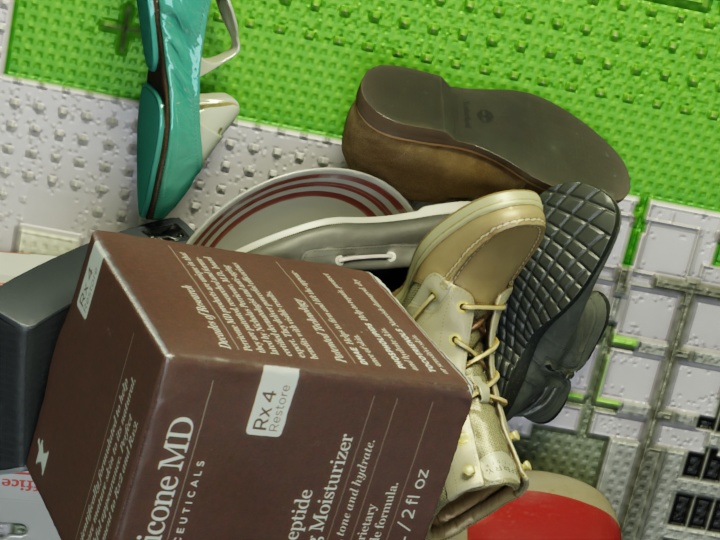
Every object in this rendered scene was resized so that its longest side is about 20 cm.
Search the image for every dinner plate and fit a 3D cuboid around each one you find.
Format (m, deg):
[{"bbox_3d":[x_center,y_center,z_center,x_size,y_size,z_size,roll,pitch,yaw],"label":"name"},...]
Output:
[{"bbox_3d":[-0.047,0.014,1.330,0.198,0.024,0.202,-14,128,-18],"label":"dinner plate"}]

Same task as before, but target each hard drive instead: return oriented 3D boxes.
[{"bbox_3d":[-0.170,0.050,1.280,0.042,0.199,0.136,18,115,28],"label":"hard drive"}]

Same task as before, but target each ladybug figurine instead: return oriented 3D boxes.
[{"bbox_3d":[0.106,0.208,1.391,0.198,0.072,0.137,1,126,-23],"label":"ladybug figurine"}]

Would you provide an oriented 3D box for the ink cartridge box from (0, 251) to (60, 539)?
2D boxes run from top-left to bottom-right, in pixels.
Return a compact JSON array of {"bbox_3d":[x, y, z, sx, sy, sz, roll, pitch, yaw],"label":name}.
[{"bbox_3d":[-0.243,0.092,1.356,0.115,0.068,0.202,5,109,-5],"label":"ink cartridge box"}]

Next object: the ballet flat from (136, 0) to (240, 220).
[{"bbox_3d":[-0.112,-0.125,1.280,0.070,0.067,0.202,-5,114,-16],"label":"ballet flat"}]

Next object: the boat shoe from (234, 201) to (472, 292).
[{"bbox_3d":[0.000,0.000,1.279,0.198,0.067,0.057,-12,70,-22],"label":"boat shoe"}]

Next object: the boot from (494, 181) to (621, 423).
[{"bbox_3d":[0.132,0.023,1.325,0.068,0.130,0.201,40,115,24],"label":"boot"}]

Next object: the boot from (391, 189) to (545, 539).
[{"bbox_3d":[0.072,0.061,1.223,0.072,0.156,0.200,5,140,-36],"label":"boot"}]

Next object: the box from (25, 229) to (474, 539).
[{"bbox_3d":[-0.070,0.094,1.170,0.198,0.164,0.167,7,112,-28],"label":"box"}]

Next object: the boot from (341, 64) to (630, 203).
[{"bbox_3d":[0.083,-0.076,1.318,0.198,0.074,0.076,16,137,-11],"label":"boot"}]
